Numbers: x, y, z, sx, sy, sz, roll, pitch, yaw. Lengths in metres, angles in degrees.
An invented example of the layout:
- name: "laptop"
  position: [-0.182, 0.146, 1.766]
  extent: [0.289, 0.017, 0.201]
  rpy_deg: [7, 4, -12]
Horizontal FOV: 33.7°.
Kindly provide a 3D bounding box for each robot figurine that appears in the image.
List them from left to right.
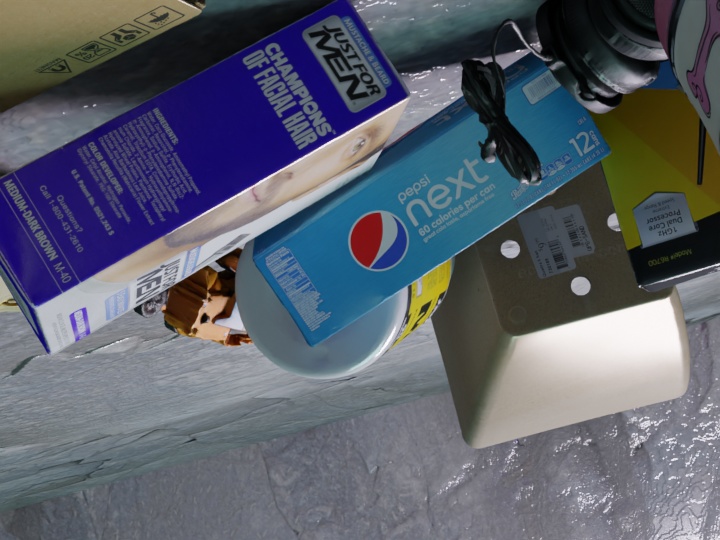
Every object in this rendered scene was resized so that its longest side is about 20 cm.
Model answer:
- name: "robot figurine"
  position: [-0.104, 0.013, 0.866]
  extent: [0.144, 0.059, 0.200]
  rpy_deg: [25, -173, 21]

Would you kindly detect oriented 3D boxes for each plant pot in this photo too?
- name: "plant pot"
  position: [0.159, 0.006, 0.967]
  extent: [0.198, 0.201, 0.177]
  rpy_deg: [-14, 158, -2]

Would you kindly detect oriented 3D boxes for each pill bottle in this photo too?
- name: "pill bottle"
  position: [0.000, 0.000, 0.830]
  extent: [0.113, 0.115, 0.200]
  rpy_deg: [-18, -177, 19]

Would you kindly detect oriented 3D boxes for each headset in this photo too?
- name: "headset"
  position: [0.135, -0.111, 0.581]
  extent: [0.199, 0.095, 0.123]
  rpy_deg: [-22, 172, -24]

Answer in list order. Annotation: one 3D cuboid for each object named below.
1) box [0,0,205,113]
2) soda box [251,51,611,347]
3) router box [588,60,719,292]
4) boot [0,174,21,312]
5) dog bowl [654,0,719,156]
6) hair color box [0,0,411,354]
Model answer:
- name: "box"
  position: [-0.185, -0.091, 0.464]
  extent: [0.199, 0.021, 0.163]
  rpy_deg: [-20, 167, 25]
- name: "soda box"
  position: [0.036, -0.043, 0.677]
  extent: [0.199, 0.064, 0.068]
  rpy_deg: [-33, -167, 4]
- name: "router box"
  position: [0.237, -0.088, 0.680]
  extent: [0.199, 0.150, 0.051]
  rpy_deg: [-19, 168, 19]
- name: "boot"
  position: [-0.187, -0.026, 0.661]
  extent: [0.198, 0.073, 0.155]
  rpy_deg: [-8, 166, -15]
- name: "dog bowl"
  position: [0.205, -0.128, 0.479]
  extent: [0.199, 0.074, 0.201]
  rpy_deg: [-27, 150, -17]
- name: "hair color box"
  position: [-0.081, -0.043, 0.576]
  extent: [0.199, 0.065, 0.109]
  rpy_deg: [-33, 173, -16]
